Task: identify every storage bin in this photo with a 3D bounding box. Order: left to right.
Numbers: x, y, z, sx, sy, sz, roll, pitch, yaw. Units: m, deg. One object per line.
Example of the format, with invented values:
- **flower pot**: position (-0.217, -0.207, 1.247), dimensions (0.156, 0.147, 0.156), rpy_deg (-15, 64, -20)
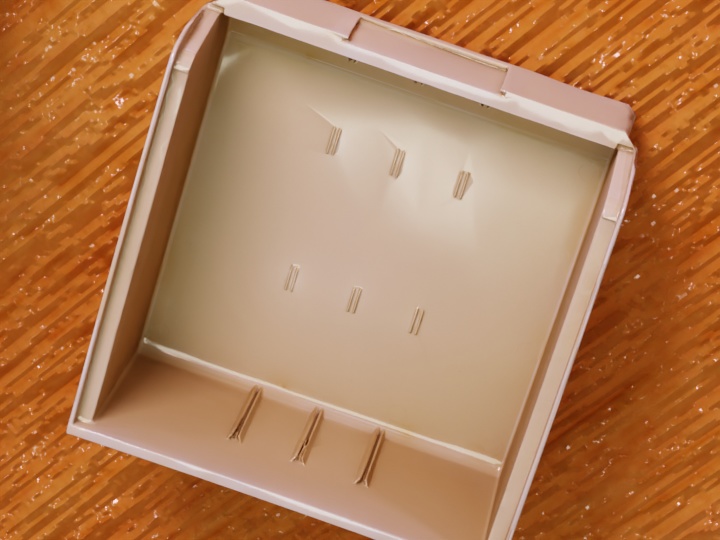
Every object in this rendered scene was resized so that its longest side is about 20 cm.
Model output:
- **storage bin**: position (0.000, 0.000, 1.128), dimensions (0.199, 0.094, 0.199), rpy_deg (19, 114, 3)
